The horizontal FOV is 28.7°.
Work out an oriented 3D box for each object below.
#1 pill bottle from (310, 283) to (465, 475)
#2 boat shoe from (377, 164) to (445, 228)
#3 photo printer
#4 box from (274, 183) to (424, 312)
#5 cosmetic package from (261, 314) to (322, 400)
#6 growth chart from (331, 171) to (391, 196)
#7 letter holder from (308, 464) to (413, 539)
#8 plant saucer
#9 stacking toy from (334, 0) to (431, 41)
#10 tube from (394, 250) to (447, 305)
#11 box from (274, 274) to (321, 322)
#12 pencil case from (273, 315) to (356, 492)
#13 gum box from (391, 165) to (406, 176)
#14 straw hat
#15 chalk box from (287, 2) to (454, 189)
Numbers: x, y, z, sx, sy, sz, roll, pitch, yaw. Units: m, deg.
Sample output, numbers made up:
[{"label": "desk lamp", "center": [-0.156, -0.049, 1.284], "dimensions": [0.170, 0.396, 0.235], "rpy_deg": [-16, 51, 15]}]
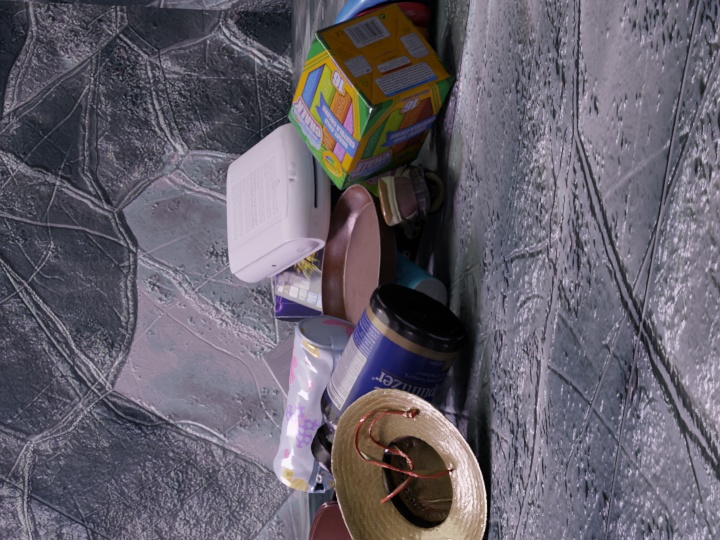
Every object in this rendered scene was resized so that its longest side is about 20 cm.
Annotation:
[{"label": "pill bottle", "center": [0.024, 0.125, 1.509], "dimensions": [0.112, 0.111, 0.202], "rpy_deg": [-104, 37, -65]}, {"label": "boat shoe", "center": [0.067, -0.086, 1.629], "dimensions": [0.200, 0.064, 0.074], "rpy_deg": [-41, -56, -75]}, {"label": "photo printer", "center": [-0.102, -0.089, 1.795], "dimensions": [0.199, 0.069, 0.169], "rpy_deg": [-28, 61, 56]}, {"label": "box", "center": [-0.015, -0.022, 1.807], "dimensions": [0.199, 0.049, 0.164], "rpy_deg": [19, 98, 43]}, {"label": "cosmetic package", "center": [-0.035, 0.173, 1.874], "dimensions": [0.201, 0.106, 0.090], "rpy_deg": [58, 179, 15]}, {"label": "growth chart", "center": [-0.027, -0.077, 1.913], "dimensions": [0.018, 0.197, 0.147], "rpy_deg": [-85, -9, -62]}, {"label": "letter holder", "center": [0.006, 0.284, 1.749], "dimensions": [0.201, 0.140, 0.102], "rpy_deg": [102, 167, -59]}, {"label": "plant saucer", "center": [0.000, 0.000, 1.669], "dimensions": [0.200, 0.034, 0.204], "rpy_deg": [-174, 90, -69]}, {"label": "stacking toy", "center": [0.048, -0.242, 1.737], "dimensions": [0.116, 0.108, 0.203], "rpy_deg": [151, 109, -65]}, {"label": "tube", "center": [0.037, 0.007, 1.671], "dimensions": [0.200, 0.050, 0.078], "rpy_deg": [34, 103, 61]}, {"label": "box", "center": [-0.043, -0.025, 2.090], "dimensions": [0.104, 0.146, 0.203], "rpy_deg": [12, -103, -68]}, {"label": "pencil case", "center": [-0.048, 0.154, 1.614], "dimensions": [0.091, 0.082, 0.203], "rpy_deg": [-100, 18, -68]}, {"label": "gum box", "center": [-0.025, -0.137, 1.967], "dimensions": [0.066, 0.199, 0.114], "rpy_deg": [44, -161, -29]}, {"label": "straw hat", "center": [0.069, 0.211, 1.442], "dimensions": [0.085, 0.199, 0.204], "rpy_deg": [-12, -72, -54]}, {"label": "chalk box", "center": [0.004, -0.188, 1.648], "dimensions": [0.125, 0.124, 0.201], "rpy_deg": [54, 150, 20]}]
